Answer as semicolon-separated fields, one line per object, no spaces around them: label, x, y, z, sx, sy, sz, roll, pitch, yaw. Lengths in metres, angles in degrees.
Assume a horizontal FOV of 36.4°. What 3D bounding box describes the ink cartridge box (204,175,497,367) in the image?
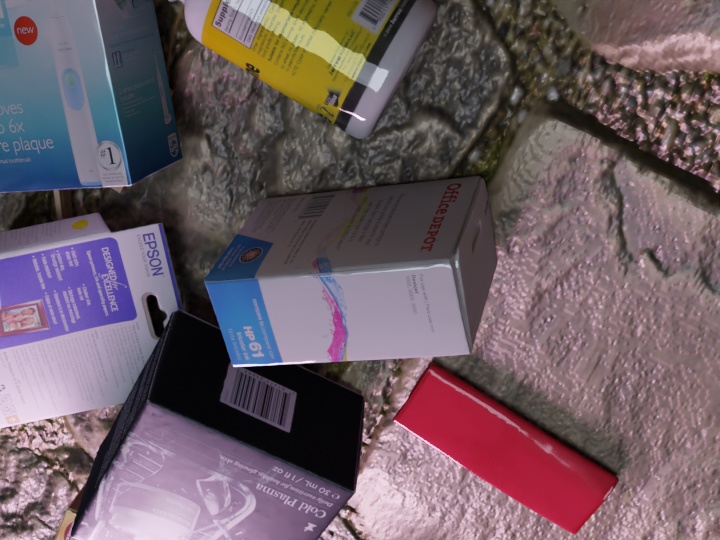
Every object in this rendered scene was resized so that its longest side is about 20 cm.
ink cartridge box;0.000;0.000;0.857;0.196;0.145;0.086;-6;118;20

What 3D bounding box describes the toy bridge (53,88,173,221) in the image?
toy bridge;-0.227;-0.095;0.943;0.067;0.027;0.201;32;122;-2

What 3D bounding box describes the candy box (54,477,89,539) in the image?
candy box;-0.185;0.261;1.080;0.198;0.116;0.056;31;123;-2

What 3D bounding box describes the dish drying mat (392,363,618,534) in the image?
dish drying mat;0.130;0.161;0.985;0.198;0.018;0.077;32;122;-1

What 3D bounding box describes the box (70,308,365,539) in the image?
box;-0.128;0.176;0.991;0.198;0.125;0.198;25;126;-13

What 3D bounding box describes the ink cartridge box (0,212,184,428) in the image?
ink cartridge box;-0.258;0.045;0.989;0.196;0.047;0.200;-12;128;-8

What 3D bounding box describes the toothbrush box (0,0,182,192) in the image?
toothbrush box;-0.235;-0.170;0.849;0.144;0.085;0.204;0;108;21

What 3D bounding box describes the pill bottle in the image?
pill bottle;-0.053;-0.191;0.785;0.198;0.113;0.113;31;123;-1
